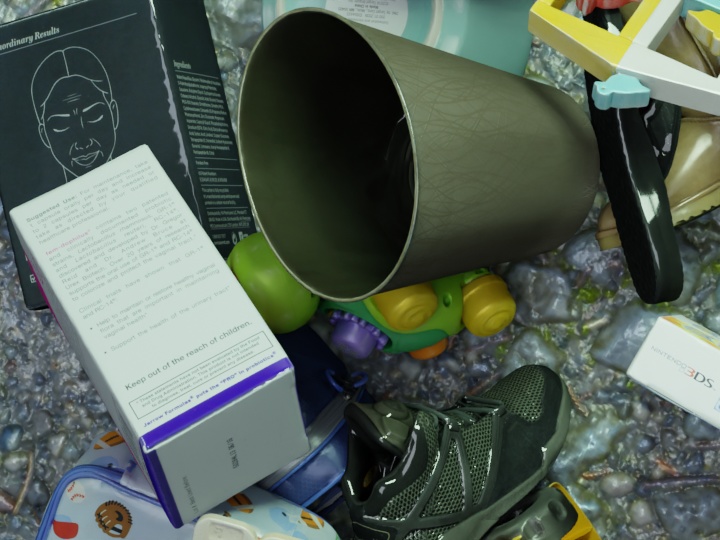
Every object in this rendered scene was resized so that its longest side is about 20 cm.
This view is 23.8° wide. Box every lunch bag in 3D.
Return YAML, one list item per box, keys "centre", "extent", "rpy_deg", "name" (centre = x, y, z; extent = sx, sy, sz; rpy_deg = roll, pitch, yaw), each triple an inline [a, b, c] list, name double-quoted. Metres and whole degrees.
- centre: [-0.076, 0.123, 1.176]
  extent: [0.200, 0.136, 0.133]
  rpy_deg: [-38, 96, 19]
  name: "lunch bag"
- centre: [-0.115, 0.206, 1.098]
  extent: [0.199, 0.076, 0.161]
  rpy_deg: [26, 113, 1]
  name: "lunch bag"

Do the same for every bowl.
- centre: [0.011, -0.174, 1.160]
  extent: [0.199, 0.105, 0.203]
  rpy_deg: [1, 92, 17]
  name: "bowl"

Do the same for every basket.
- centre: [0.045, -0.068, 1.052]
  extent: [0.136, 0.199, 0.181]
  rpy_deg: [-39, 65, 36]
  name: "basket"

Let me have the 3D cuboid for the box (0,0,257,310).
- centre: [-0.174, -0.087, 1.215]
  extent: [0.147, 0.107, 0.202]
  rpy_deg: [-13, 89, 16]
  name: "box"

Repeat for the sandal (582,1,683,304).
- centre: [0.179, -0.080, 1.073]
  extent: [0.048, 0.075, 0.202]
  rpy_deg: [-12, 87, -9]
  name: "sandal"

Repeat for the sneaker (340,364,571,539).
- centre: [0.061, 0.107, 1.114]
  extent: [0.076, 0.199, 0.115]
  rpy_deg: [8, 132, 50]
  name: "sneaker"

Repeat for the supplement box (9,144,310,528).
- centre: [-0.124, 0.037, 1.048]
  extent: [0.103, 0.101, 0.200]
  rpy_deg: [-29, 58, -14]
  name: "supplement box"

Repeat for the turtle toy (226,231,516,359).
- centre: [0.000, 0.000, 1.136]
  extent: [0.101, 0.199, 0.146]
  rpy_deg: [-51, 52, 31]
  name: "turtle toy"

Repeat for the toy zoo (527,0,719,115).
- centre: [0.191, -0.170, 1.038]
  extent: [0.131, 0.021, 0.200]
  rpy_deg: [27, 59, 18]
  name: "toy zoo"

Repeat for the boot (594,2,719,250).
- centre: [0.198, -0.134, 1.132]
  extent: [0.174, 0.066, 0.201]
  rpy_deg: [-26, 86, 3]
  name: "boot"

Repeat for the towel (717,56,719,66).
- centre: [0.298, -0.079, 1.082]
  extent: [0.148, 0.031, 0.202]
  rpy_deg: [-13, 89, -24]
  name: "towel"

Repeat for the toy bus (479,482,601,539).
- centre: [0.076, 0.251, 1.111]
  extent: [0.191, 0.200, 0.136]
  rpy_deg: [-28, 96, 21]
  name: "toy bus"

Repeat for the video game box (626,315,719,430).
- centre: [0.259, 0.089, 1.051]
  extent: [0.181, 0.200, 0.047]
  rpy_deg: [28, 95, 12]
  name: "video game box"

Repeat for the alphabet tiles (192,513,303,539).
- centre: [-0.059, 0.246, 1.055]
  extent: [0.198, 0.015, 0.197]
  rpy_deg: [15, 118, 5]
  name: "alphabet tiles"
